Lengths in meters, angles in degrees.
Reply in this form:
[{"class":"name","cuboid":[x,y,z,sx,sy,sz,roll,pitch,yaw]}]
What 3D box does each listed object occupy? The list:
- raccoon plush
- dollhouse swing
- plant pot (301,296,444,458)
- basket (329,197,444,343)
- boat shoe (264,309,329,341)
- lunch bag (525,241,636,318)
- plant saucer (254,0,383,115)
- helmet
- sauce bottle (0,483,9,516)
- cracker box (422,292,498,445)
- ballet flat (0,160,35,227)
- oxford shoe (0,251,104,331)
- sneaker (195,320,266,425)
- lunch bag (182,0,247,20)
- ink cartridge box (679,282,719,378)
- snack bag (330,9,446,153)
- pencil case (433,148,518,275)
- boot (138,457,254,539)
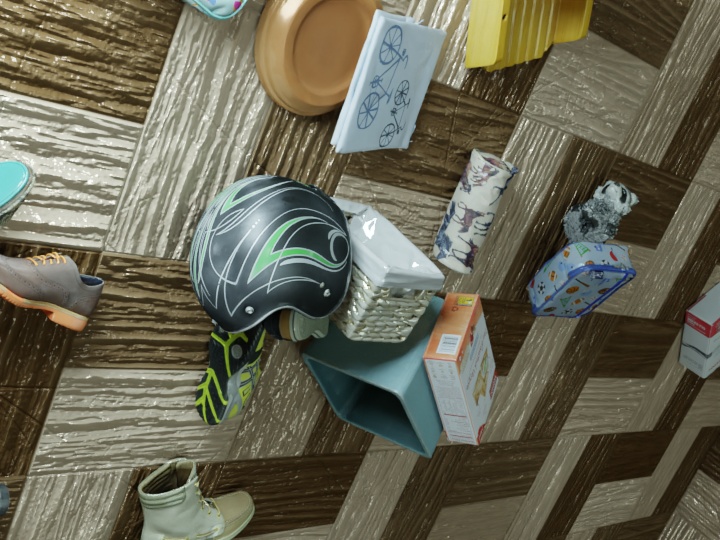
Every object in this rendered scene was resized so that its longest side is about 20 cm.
[{"class":"raccoon plush","cuboid":[0.452,-0.091,1.722,0.133,0.097,0.201,-36,168,-36]},{"class":"dollhouse swing","cuboid":[0.288,-0.364,1.282,0.198,0.175,0.184,-22,131,-31]},{"class":"plant pot","cuboid":[0.060,0.140,1.420,0.201,0.193,0.198,-54,142,-25]},{"class":"basket","cuboid":[0.000,0.000,1.258,0.134,0.200,0.125,8,118,-45]},{"class":"boat shoe","cuboid":[-0.088,0.066,1.293,0.200,0.061,0.076,-13,103,-76]},{"class":"lunch bag","cuboid":[0.421,0.020,1.675,0.158,0.077,0.200,6,148,-26]},{"class":"plant saucer","cuboid":[-0.044,-0.292,1.132,0.198,0.037,0.203,-24,132,-29]},{"class":"helmet","cuboid":[-0.124,-0.021,1.135,0.188,0.200,0.203,4,116,-33]},{"class":"sauce bottle","cuboid":[-0.530,0.287,1.071,0.198,0.065,0.066,8,112,-47]},{"class":"cracker box","cuboid":[0.159,0.153,1.364,0.202,0.057,0.135,71,32,-40]},{"class":"ballet flat","cuboid":[-0.432,-0.049,0.934,0.198,0.068,0.076,-30,156,-16]},{"class":"oxford shoe","cuboid":[-0.374,0.003,1.012,0.073,0.071,0.200,-55,152,-4]},{"class":"sneaker","cuboid":[-0.179,0.129,1.289,0.076,0.075,0.202,-9,131,-55]},{"class":"lunch bag","cuboid":[-0.175,-0.376,0.920,0.162,0.077,0.199,-55,139,3]},{"class":"ink cartridge box","cuboid":[0.911,0.157,2.291,0.143,0.083,0.202,-32,134,-23]},{"class":"snack bag","cuboid":[0.044,-0.256,1.217,0.199,0.021,0.191,-16,130,-57]},{"class":"pencil case","cuboid":[0.186,-0.093,1.452,0.088,0.078,0.203,11,110,-30]},{"class":"boot","cuboid":[-0.251,0.357,1.373,0.198,0.072,0.157,-17,126,-33]}]
